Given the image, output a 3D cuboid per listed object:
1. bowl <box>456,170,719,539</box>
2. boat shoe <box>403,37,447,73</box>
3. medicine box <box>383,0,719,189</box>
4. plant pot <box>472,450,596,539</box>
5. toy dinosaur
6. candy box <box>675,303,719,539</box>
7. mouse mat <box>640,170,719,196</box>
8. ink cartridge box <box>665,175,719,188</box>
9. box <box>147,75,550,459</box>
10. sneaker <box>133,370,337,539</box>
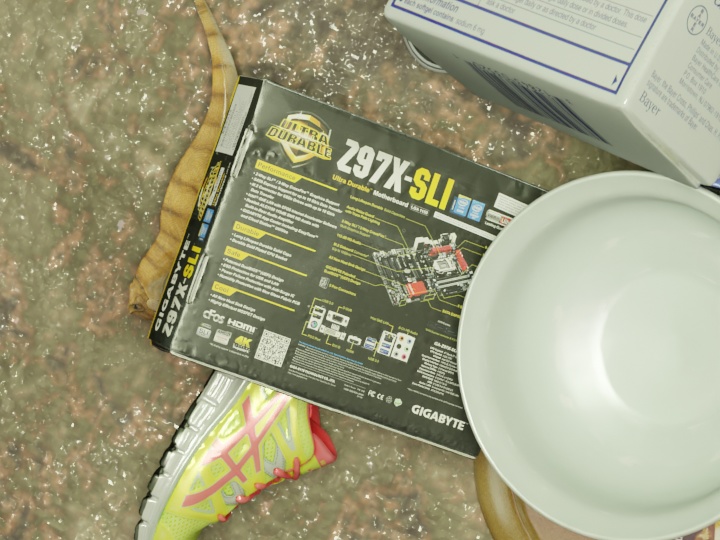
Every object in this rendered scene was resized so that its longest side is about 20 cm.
[{"bbox_3d":[0.161,0.046,1.486,0.200,0.090,0.203,1,92,26],"label":"bowl"},{"bbox_3d":[0.066,-0.207,1.516,0.069,0.066,0.201,19,100,2],"label":"boat shoe"},{"bbox_3d":[0.144,-0.174,1.430,0.182,0.103,0.201,26,84,43],"label":"medicine box"},{"bbox_3d":[0.164,0.114,1.576,0.198,0.027,0.202,1,99,4],"label":"plant pot"},{"bbox_3d":[-0.082,-0.055,1.555,0.106,0.060,0.201,19,99,3],"label":"toy dinosaur"},{"bbox_3d":[0.226,0.125,1.540,0.101,0.026,0.201,13,99,1],"label":"candy box"},{"bbox_3d":[0.204,0.055,1.548,0.160,0.008,0.201,15,100,3],"label":"mouse mat"},{"bbox_3d":[0.233,-0.121,1.477,0.118,0.042,0.201,12,64,0],"label":"ink cartridge box"},{"bbox_3d":[0.000,0.000,1.515,0.199,0.049,0.161,19,88,-20],"label":"box"},{"bbox_3d":[-0.062,0.103,1.569,0.090,0.078,0.201,30,99,-2],"label":"sneaker"}]
